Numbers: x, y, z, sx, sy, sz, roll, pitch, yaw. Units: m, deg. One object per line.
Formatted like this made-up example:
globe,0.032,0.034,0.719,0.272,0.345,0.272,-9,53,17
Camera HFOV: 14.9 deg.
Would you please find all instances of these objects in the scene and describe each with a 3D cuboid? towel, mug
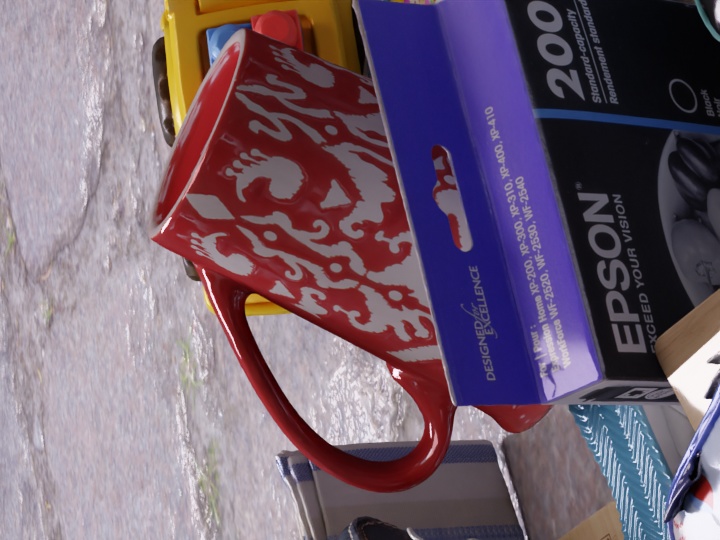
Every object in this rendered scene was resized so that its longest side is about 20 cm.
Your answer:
towel,0.038,0.185,1.501,0.024,0.146,0.201,-43,56,49
mug,0.005,-0.005,1.288,0.133,0.199,0.178,-36,31,65

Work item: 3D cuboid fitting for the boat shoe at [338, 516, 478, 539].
boat shoe,0.057,0.164,1.322,0.200,0.075,0.062,38,120,47

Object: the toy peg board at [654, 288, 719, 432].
toy peg board,0.240,0.067,1.098,0.200,0.097,0.200,63,152,11

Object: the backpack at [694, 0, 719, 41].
backpack,0.178,-0.211,1.075,0.201,0.153,0.176,59,145,29

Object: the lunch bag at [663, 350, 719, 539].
lunch bag,0.198,0.106,1.019,0.200,0.075,0.161,53,147,26

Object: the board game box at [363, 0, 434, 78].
board game box,0.065,-0.139,1.495,0.200,0.047,0.152,-134,44,-57

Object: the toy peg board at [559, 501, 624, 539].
toy peg board,0.135,0.244,1.369,0.199,0.097,0.201,-42,56,44

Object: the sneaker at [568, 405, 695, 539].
sneaker,0.162,0.102,1.274,0.077,0.080,0.201,125,133,-55

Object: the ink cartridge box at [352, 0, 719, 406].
ink cartridge box,0.104,-0.035,1.230,0.043,0.199,0.199,-36,61,46

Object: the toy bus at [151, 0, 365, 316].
toy bus,-0.050,-0.079,1.600,0.192,0.135,0.202,99,164,-87
